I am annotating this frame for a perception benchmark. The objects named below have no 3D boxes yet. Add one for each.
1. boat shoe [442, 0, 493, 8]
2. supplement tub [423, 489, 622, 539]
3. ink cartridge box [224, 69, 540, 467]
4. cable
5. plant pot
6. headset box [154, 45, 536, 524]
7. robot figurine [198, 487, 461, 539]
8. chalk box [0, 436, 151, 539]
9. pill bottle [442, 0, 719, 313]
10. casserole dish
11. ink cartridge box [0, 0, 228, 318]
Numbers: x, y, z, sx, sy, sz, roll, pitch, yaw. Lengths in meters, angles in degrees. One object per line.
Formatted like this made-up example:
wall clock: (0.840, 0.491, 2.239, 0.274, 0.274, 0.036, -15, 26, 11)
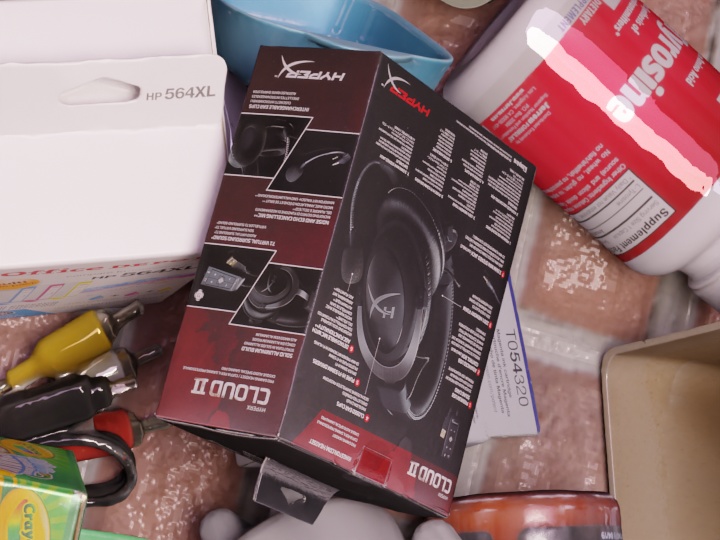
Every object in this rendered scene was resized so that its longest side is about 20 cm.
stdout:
boat shoe: (0.014, -0.226, 1.289, 0.072, 0.061, 0.201, -43, 84, 25)
supplement tub: (0.087, 0.216, 1.204, 0.106, 0.107, 0.202, 1, 80, -16)
ink cartridge box: (0.000, 0.000, 1.227, 0.199, 0.043, 0.198, 3, 72, -48)
cable: (-0.192, 0.084, 1.192, 0.199, 0.050, 0.098, -14, 107, -5)
plant pot: (0.259, 0.129, 1.236, 0.176, 0.200, 0.201, 2, 79, -28)
headset box: (-0.005, 0.017, 1.088, 0.149, 0.077, 0.201, 29, 73, -51)
robot figurine: (-0.008, 0.192, 1.150, 0.169, 0.113, 0.201, -37, 56, 11)
chalk box: (-0.197, 0.142, 1.107, 0.199, 0.124, 0.125, 12, 92, -10)
pill bottle: (0.151, -0.071, 1.271, 0.200, 0.112, 0.112, 41, 72, -6)
casserole dish: (-0.028, -0.118, 1.200, 0.120, 0.200, 0.039, 10, 104, -19)
ink cartridge box: (-0.143, -0.053, 1.135, 0.128, 0.200, 0.126, -6, 83, -17)
